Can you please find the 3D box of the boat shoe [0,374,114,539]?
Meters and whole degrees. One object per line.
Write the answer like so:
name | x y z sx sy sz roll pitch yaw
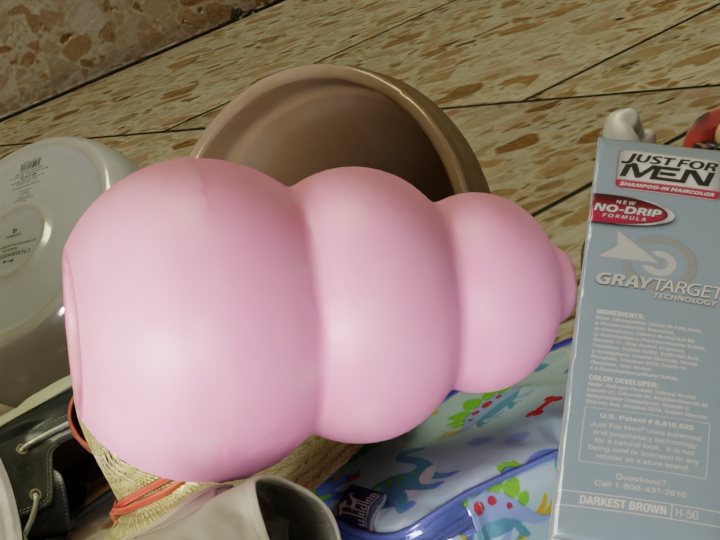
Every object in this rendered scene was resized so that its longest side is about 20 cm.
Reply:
boat shoe | -0.191 0.125 1.196 0.067 0.072 0.200 25 45 35

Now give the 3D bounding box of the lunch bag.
lunch bag | 0.066 0.094 0.936 0.199 0.083 0.161 -23 11 -20

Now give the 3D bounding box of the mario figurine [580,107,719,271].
mario figurine | 0.191 -0.042 1.220 0.106 0.124 0.200 -32 9 34

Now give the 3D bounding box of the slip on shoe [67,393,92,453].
slip on shoe | -0.064 0.040 1.054 0.199 0.075 0.061 -32 -24 27

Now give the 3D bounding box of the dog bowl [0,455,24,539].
dog bowl | -0.260 0.124 1.043 0.074 0.201 0.200 -31 5 33

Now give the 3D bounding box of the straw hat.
straw hat | -0.080 0.066 0.949 0.200 0.085 0.201 -33 7 4

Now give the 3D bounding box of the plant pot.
plant pot | 0.000 0.000 1.104 0.200 0.203 0.092 -9 -8 36

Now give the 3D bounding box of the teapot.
teapot | -0.192 0.020 1.464 0.198 0.146 0.200 -49 43 -3

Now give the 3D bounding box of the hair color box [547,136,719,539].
hair color box | 0.104 0.055 0.803 0.060 0.100 0.201 6 45 6

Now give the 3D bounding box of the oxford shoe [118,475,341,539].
oxford shoe | -0.059 0.121 0.746 0.057 0.076 0.200 -15 10 25

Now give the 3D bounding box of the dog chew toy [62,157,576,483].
dog chew toy | -0.013 0.014 0.847 0.198 0.126 0.125 -6 11 -12
